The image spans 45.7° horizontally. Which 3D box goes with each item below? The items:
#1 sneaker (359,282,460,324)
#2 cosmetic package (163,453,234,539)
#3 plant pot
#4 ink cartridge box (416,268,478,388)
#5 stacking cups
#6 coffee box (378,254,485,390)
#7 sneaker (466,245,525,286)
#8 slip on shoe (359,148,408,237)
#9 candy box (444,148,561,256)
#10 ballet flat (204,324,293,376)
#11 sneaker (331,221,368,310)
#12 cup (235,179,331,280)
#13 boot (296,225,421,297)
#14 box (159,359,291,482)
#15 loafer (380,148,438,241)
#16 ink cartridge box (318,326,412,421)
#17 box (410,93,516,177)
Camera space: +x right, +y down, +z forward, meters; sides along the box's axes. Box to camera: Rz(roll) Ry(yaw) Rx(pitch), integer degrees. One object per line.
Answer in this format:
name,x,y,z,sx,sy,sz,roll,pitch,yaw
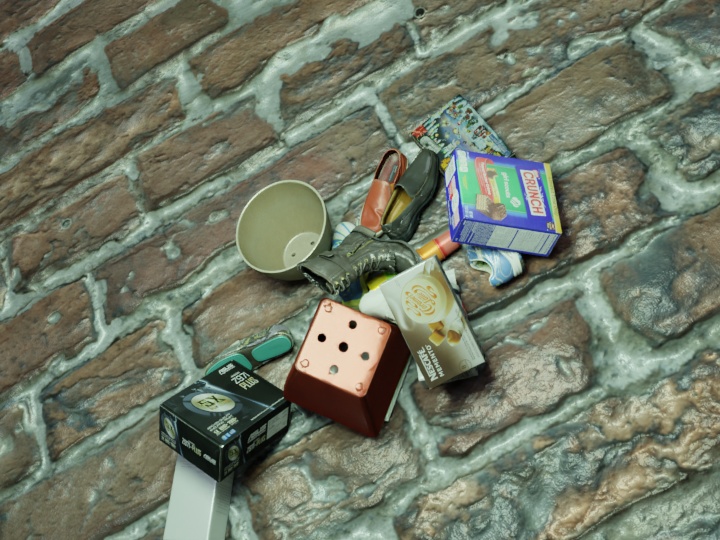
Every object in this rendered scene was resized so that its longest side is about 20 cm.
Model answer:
sneaker,0.090,0.073,1.587,0.195,0.076,0.083,-7,73,20
cosmetic package,-0.303,0.419,1.635,0.099,0.074,0.205,-1,68,20
plant pot,-0.026,0.157,1.539,0.196,0.177,0.203,21,74,10
ink cartridge box,0.151,0.108,1.614,0.107,0.050,0.204,-15,61,14
stacking cups,0.107,-0.007,1.678,0.198,0.061,0.061,-34,59,3
coffee box,0.128,0.089,1.507,0.113,0.080,0.203,-26,90,9
sneaker,0.228,-0.054,1.643,0.077,0.076,0.201,-37,58,-4
slip on shoe,0.044,-0.163,1.773,0.073,0.061,0.204,15,74,24
candy box,0.265,-0.127,1.598,0.195,0.078,0.172,8,54,-13
ballet flat,-0.224,0.165,1.733,0.197,0.072,0.073,-25,60,8
sneaker,-0.027,-0.024,1.711,0.074,0.105,0.204,-18,62,12
cup,-0.137,-0.061,1.748,0.196,0.143,0.205,-8,64,17
boot,0.000,0.000,1.598,0.197,0.070,0.173,24,44,31
box,-0.252,0.276,1.607,0.162,0.088,0.199,26,34,28
loafer,0.100,-0.158,1.724,0.072,0.072,0.204,15,81,36
ink cartridge box,-0.013,0.189,1.644,0.196,0.048,0.148,21,75,7
box,0.211,-0.253,1.762,0.136,0.040,0.201,-38,59,2
